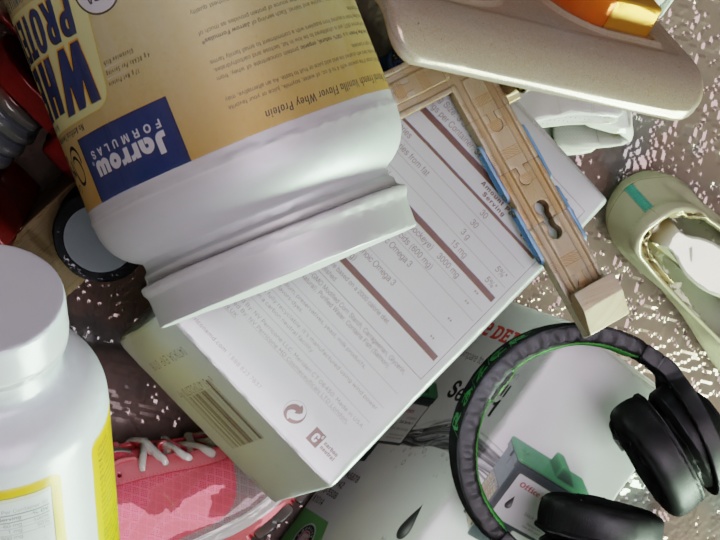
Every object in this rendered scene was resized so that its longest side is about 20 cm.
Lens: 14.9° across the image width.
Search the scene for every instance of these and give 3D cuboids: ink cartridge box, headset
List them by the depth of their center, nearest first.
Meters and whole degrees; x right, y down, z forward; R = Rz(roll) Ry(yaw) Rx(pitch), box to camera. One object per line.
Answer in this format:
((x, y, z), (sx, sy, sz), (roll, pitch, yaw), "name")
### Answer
((0.133, 0.111, 1.369), (0.200, 0.094, 0.124), (39, 87, -7), "headset")
((0.054, 0.115, 1.443), (0.084, 0.146, 0.200), (38, 83, -21), "ink cartridge box")

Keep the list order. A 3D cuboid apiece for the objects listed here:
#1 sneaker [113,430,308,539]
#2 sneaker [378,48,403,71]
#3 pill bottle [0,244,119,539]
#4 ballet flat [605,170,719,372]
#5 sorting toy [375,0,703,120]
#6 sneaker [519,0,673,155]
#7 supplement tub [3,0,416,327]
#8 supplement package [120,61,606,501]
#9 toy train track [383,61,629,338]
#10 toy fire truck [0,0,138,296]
((-0.101, 0.114, 1.422), (0.200, 0.074, 0.087), (-40, 108, -11), "sneaker")
((-0.022, -0.040, 1.439), (0.200, 0.075, 0.078), (-43, 101, -19), "sneaker")
((-0.171, 0.089, 1.293), (0.112, 0.112, 0.200), (-15, 132, -18), "pill bottle")
((0.214, 0.022, 1.534), (0.200, 0.069, 0.070), (39, 83, -22), "ballet flat")
((0.054, -0.156, 1.290), (0.185, 0.200, 0.037), (9, 126, -36), "sorting toy")
((0.129, -0.119, 1.450), (0.200, 0.074, 0.116), (-19, 75, -19), "sneaker")
((-0.068, -0.089, 1.205), (0.144, 0.144, 0.200), (-22, 89, -17), "supplement tub")
((0.000, 0.000, 1.342), (0.117, 0.117, 0.200), (46, 72, -4), "supplement package")
((0.070, -0.063, 1.293), (0.115, 0.033, 0.200), (-28, 89, -20), "toy train track")
((-0.178, -0.075, 1.314), (0.176, 0.129, 0.200), (-40, 104, 17), "toy fire truck")
